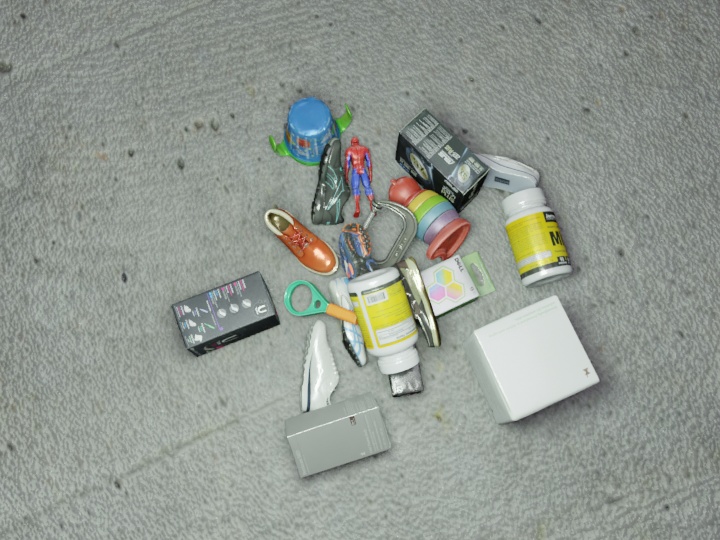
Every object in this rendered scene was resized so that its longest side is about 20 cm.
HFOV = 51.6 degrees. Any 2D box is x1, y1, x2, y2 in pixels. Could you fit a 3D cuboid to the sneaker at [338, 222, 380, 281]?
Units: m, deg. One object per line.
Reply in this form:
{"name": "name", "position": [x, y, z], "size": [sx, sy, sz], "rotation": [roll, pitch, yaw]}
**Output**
{"name": "sneaker", "position": [0.000, 0.000, 1.617], "size": [0.075, 0.078, 0.201], "rotation": [-9, 81, -22]}

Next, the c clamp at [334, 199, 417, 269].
{"name": "c clamp", "position": [0.026, -0.077, 1.647], "size": [0.171, 0.027, 0.200], "rotation": [38, 114, 5]}

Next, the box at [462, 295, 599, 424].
{"name": "box", "position": [0.348, 0.191, 1.560], "size": [0.198, 0.171, 0.201], "rotation": [-23, 78, -6]}

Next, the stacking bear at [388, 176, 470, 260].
{"name": "stacking bear", "position": [0.140, -0.130, 1.670], "size": [0.200, 0.121, 0.114], "rotation": [46, 111, 22]}

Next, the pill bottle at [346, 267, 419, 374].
{"name": "pill bottle", "position": [0.052, 0.104, 1.527], "size": [0.112, 0.112, 0.201], "rotation": [-18, 98, -5]}

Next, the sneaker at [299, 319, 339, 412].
{"name": "sneaker", "position": [-0.085, 0.208, 1.611], "size": [0.080, 0.076, 0.201], "rotation": [5, 84, -7]}

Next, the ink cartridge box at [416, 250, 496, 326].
{"name": "ink cartridge box", "position": [0.197, 0.035, 1.654], "size": [0.199, 0.059, 0.104], "rotation": [-24, 78, -6]}

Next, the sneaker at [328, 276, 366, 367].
{"name": "sneaker", "position": [-0.015, 0.109, 1.631], "size": [0.072, 0.072, 0.201], "rotation": [-13, 80, -11]}

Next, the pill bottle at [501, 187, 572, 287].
{"name": "pill bottle", "position": [0.387, -0.073, 1.653], "size": [0.114, 0.114, 0.201], "rotation": [-14, 78, -4]}

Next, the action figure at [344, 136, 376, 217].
{"name": "action figure", "position": [-0.003, -0.218, 1.719], "size": [0.065, 0.052, 0.201], "rotation": [-4, 72, -7]}

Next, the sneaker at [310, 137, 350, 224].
{"name": "sneaker", "position": [-0.060, -0.199, 1.686], "size": [0.079, 0.075, 0.201], "rotation": [8, 106, -10]}

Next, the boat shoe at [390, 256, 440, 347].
{"name": "boat shoe", "position": [0.116, 0.072, 1.582], "size": [0.066, 0.072, 0.202], "rotation": [-18, 78, 6]}

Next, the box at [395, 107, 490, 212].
{"name": "box", "position": [0.178, -0.237, 1.665], "size": [0.086, 0.164, 0.200], "rotation": [-43, 81, -10]}

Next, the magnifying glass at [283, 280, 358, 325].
{"name": "magnifying glass", "position": [-0.085, 0.076, 1.616], "size": [0.199, 0.022, 0.080], "rotation": [18, 90, 31]}

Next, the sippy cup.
{"name": "sippy cup", "position": [-0.113, -0.325, 1.701], "size": [0.139, 0.130, 0.178], "rotation": [29, 78, 6]}

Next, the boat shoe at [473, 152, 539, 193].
{"name": "boat shoe", "position": [0.315, -0.231, 1.721], "size": [0.199, 0.074, 0.065], "rotation": [24, 47, 10]}

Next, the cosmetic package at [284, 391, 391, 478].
{"name": "cosmetic package", "position": [-0.050, 0.341, 1.551], "size": [0.199, 0.090, 0.107], "rotation": [-20, 107, -7]}

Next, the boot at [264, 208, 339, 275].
{"name": "boot", "position": [-0.134, -0.063, 1.647], "size": [0.200, 0.107, 0.075], "rotation": [40, 90, 7]}

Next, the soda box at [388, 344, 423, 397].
{"name": "soda box", "position": [0.086, 0.170, 1.619], "size": [0.070, 0.063, 0.201], "rotation": [-8, 77, -3]}

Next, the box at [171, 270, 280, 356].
{"name": "box", "position": [-0.286, 0.096, 1.603], "size": [0.199, 0.122, 0.107], "rotation": [-22, 77, -5]}
